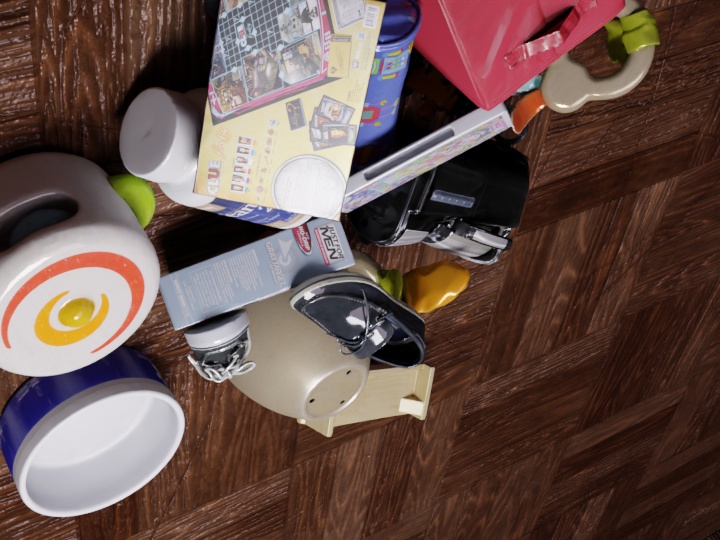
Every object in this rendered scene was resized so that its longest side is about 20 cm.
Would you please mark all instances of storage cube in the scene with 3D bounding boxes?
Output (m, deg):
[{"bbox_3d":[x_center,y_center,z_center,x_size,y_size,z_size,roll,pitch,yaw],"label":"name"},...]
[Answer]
[{"bbox_3d":[0.111,-0.293,1.042,0.170,0.200,0.180,-36,137,-3],"label":"storage cube"}]

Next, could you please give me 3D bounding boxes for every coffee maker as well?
[{"bbox_3d":[0.092,-0.114,1.321,0.199,0.134,0.195,9,85,-50],"label":"coffee maker"}]

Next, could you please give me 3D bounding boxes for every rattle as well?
[{"bbox_3d":[0.246,-0.239,1.347,0.130,0.143,0.200,42,99,-14],"label":"rattle"},{"bbox_3d":[0.000,0.000,1.297,0.200,0.142,0.131,42,56,-25],"label":"rattle"}]

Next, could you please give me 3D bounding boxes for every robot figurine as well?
[{"bbox_3d":[0.125,-0.235,1.180,0.058,0.145,0.201,28,99,-45],"label":"robot figurine"}]

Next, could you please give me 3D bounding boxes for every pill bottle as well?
[{"bbox_3d":[-0.129,-0.110,1.103,0.199,0.111,0.111,13,121,-50],"label":"pill bottle"}]

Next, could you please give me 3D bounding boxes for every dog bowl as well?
[{"bbox_3d":[-0.305,0.183,1.304,0.198,0.079,0.201,-25,143,-20],"label":"dog bowl"}]

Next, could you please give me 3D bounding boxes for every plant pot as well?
[{"bbox_3d":[-0.064,0.103,1.393,0.199,0.135,0.201,-25,145,-19],"label":"plant pot"}]

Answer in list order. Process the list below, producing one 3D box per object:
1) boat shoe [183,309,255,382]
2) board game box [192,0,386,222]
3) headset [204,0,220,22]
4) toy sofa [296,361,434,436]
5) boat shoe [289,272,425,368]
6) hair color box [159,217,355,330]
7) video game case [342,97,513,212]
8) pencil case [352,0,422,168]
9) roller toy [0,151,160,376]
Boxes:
[{"bbox_3d":[-0.154,0.086,1.254,0.073,0.069,0.199,-20,180,-16],"label":"boat shoe"},{"bbox_3d":[-0.063,-0.149,0.972,0.134,0.035,0.202,11,118,-5],"label":"board game box"},{"bbox_3d":[-0.054,-0.254,1.025,0.124,0.094,0.199,-55,160,22],"label":"headset"},{"bbox_3d":[0.000,0.164,1.590,0.198,0.097,0.084,-3,108,-42],"label":"toy sofa"},{"bbox_3d":[0.004,0.056,1.219,0.074,0.063,0.199,-34,142,26],"label":"boat shoe"},{"bbox_3d":[-0.107,0.000,1.218,0.198,0.061,0.099,-21,-179,-1],"label":"hair color box"},{"bbox_3d":[0.057,-0.111,1.138,0.198,0.018,0.143,-27,178,10],"label":"video game case"},{"bbox_3d":[0.006,-0.180,1.070,0.077,0.088,0.201,8,151,-4],"label":"pencil case"},{"bbox_3d":[-0.285,0.001,1.057,0.181,0.140,0.201,9,125,-48],"label":"roller toy"}]
